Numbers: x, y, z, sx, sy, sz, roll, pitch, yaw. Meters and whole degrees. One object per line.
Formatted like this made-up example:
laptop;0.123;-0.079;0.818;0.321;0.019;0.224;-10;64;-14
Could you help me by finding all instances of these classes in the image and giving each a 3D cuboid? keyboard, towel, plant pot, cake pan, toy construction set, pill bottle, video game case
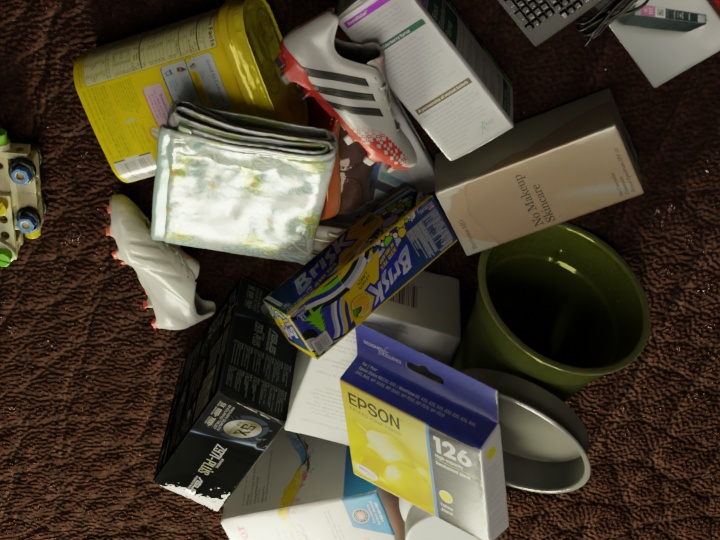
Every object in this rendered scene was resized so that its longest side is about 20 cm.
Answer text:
keyboard;0.229;-0.274;1.364;0.199;0.040;0.104;-34;118;28
towel;-0.118;-0.080;1.450;0.169;0.049;0.201;12;145;-5
plant pot;0.187;0.080;1.620;0.198;0.202;0.191;17;139;-10
cake pan;0.159;0.171;1.589;0.198;0.037;0.201;20;150;12
toy construction set;-0.407;-0.083;1.580;0.129;0.093;0.201;4;139;1
pill bottle;0.102;0.243;1.728;0.113;0.201;0.115;2;129;2
video game case;-0.039;-0.124;1.562;0.198;0.022;0.183;-21;124;19

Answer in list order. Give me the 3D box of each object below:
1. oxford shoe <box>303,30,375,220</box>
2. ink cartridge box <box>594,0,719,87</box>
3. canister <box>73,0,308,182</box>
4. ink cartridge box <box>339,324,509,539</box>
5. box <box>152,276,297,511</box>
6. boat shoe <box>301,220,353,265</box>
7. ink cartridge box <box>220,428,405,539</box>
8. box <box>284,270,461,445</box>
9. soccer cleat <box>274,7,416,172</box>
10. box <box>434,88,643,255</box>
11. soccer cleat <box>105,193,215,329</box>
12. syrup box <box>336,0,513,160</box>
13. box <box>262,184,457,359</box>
oxford shoe;-0.015;-0.151;1.498;0.072;0.071;0.202;-13;127;-27
ink cartridge box;0.301;-0.294;1.395;0.173;0.044;0.200;-29;121;25
canister;-0.170;-0.177;1.468;0.198;0.087;0.150;-13;113;21
ink cartridge box;0.065;0.175;1.574;0.196;0.047;0.202;24;140;36
box;-0.147;0.137;1.660;0.085;0.201;0.164;26;125;-15
boat shoe;-0.075;-0.050;1.573;0.198;0.071;0.071;18;102;-8
ink cartridge box;-0.051;0.285;1.806;0.198;0.145;0.148;-11;126;12
box;0.012;0.096;1.678;0.151;0.107;0.201;16;127;-9
soccer cleat;0.004;-0.168;1.401;0.085;0.069;0.200;-39;127;15
box;0.183;-0.101;1.528;0.198;0.078;0.095;-21;122;18
soccer cleat;-0.222;-0.013;1.636;0.077;0.070;0.201;-14;133;8
syrup box;0.065;-0.214;1.448;0.081;0.079;0.200;-28;121;24
box;0.000;0.000;1.530;0.199;0.070;0.065;-39;116;-14
